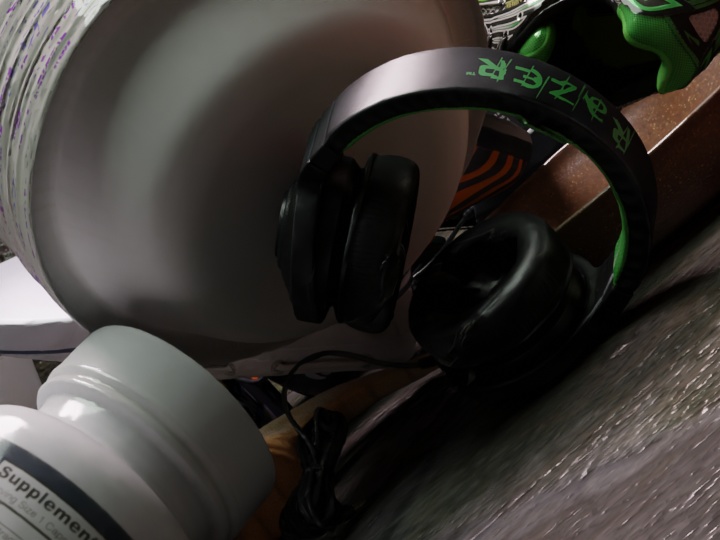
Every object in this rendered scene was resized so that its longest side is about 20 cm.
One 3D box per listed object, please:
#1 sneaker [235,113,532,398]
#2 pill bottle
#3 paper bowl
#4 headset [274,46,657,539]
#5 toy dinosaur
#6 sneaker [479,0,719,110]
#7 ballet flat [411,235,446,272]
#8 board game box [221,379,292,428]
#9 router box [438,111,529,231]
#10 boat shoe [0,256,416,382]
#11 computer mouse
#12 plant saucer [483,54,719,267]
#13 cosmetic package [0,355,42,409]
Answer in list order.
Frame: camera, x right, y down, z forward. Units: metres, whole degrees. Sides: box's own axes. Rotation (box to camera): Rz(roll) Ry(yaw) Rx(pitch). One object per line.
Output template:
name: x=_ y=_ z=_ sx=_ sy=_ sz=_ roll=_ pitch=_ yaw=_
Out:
sneaker: x=0.000 y=0.000 z=1.197 sx=0.200 sy=0.077 sz=0.112 roll=-20 pitch=60 yaw=46
pill bottle: x=-0.125 y=0.119 z=0.947 sx=0.200 sy=0.120 sz=0.120 roll=-48 pitch=8 yaw=-28
paper bowl: x=-0.040 y=-0.054 z=1.011 sx=0.201 sy=0.201 sz=0.104 roll=-41 pitch=46 yaw=-6
headset: x=0.022 y=0.011 z=0.940 sx=0.200 sy=0.123 sz=0.094 roll=-55 pitch=14 yaw=43
toy dinosaur: x=-0.042 y=0.082 z=1.094 sx=0.200 sy=0.106 sz=0.061 roll=-48 pitch=-28 yaw=-38
sneaker: x=0.067 y=-0.099 z=1.075 sx=0.200 sy=0.078 sz=0.085 roll=-10 pitch=32 yaw=47
ballet flat: x=-0.048 y=0.028 z=1.368 sx=0.199 sy=0.069 sz=0.068 roll=-7 pitch=-10 yaw=6
board game box: x=-0.109 y=0.118 z=1.237 sx=0.165 sy=0.057 sz=0.200 roll=-43 pitch=6 yaw=6
router box: x=0.099 y=-0.103 z=1.346 sx=0.200 sy=0.062 sz=0.150 roll=-40 pitch=-10 yaw=15
boat shoe: x=-0.074 y=0.025 z=1.141 sx=0.199 sy=0.066 sz=0.074 roll=-3 pitch=31 yaw=14
computer mouse: x=0.057 y=-0.014 z=1.289 sx=0.200 sy=0.034 sz=0.059 roll=-45 pitch=-11 yaw=23
plant saucer: x=0.109 y=-0.037 z=1.065 sx=0.200 sy=0.037 sz=0.200 roll=-40 pitch=6 yaw=5
cosmetic package: x=-0.238 y=0.131 z=1.357 sx=0.200 sy=0.151 sz=0.052 roll=-34 pitch=31 yaw=-32
